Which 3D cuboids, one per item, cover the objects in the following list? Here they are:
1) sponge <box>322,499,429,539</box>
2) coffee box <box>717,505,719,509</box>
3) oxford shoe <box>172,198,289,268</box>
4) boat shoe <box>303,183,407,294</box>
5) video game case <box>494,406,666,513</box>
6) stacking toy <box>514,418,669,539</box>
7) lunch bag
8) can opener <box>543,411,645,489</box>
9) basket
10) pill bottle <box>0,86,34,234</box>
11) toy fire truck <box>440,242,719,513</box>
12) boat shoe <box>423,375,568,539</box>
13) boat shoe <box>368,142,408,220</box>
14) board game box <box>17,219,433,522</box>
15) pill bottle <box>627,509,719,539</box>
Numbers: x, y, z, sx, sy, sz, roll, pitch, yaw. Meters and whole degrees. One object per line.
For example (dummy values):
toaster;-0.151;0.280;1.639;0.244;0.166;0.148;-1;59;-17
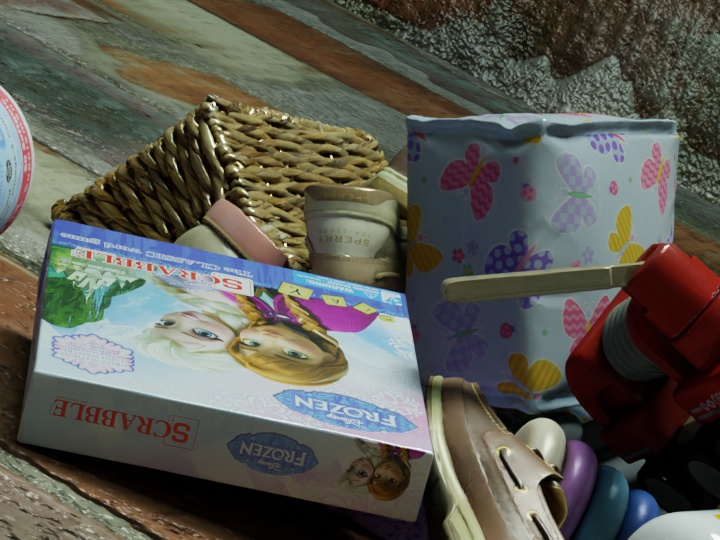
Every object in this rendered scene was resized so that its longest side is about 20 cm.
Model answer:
sponge;-0.034;0.089;1.482;0.199;0.030;0.112;27;11;4
coffee box;0.258;0.151;1.563;0.200;0.080;0.114;43;-6;36
oxford shoe;-0.042;0.052;1.581;0.200;0.074;0.071;47;-10;23
boat shoe;0.000;0.000;1.619;0.071;0.065;0.200;2;-10;13
video game case;0.111;0.081;1.699;0.199;0.022;0.182;32;24;-6
stacking toy;0.160;0.160;1.476;0.199;0.086;0.085;28;10;-7
lunch bag;0.116;-0.007;1.614;0.126;0.171;0.199;4;6;40
can opener;0.140;0.105;1.592;0.199;0.067;0.053;-18;63;-48
basket;-0.071;-0.006;1.765;0.199;0.149;0.144;9;53;-56
pill bottle;-0.243;-0.048;1.436;0.108;0.109;0.200;26;11;2
toy fire truck;0.142;0.039;1.442;0.200;0.129;0.176;42;-18;-3
boat shoe;0.068;0.120;1.357;0.067;0.072;0.200;-5;31;-5
boat shoe;0.072;-0.036;1.773;0.073;0.065;0.200;36;1;25
board game box;-0.069;0.047;1.401;0.198;0.041;0.200;12;21;-9
pill bottle;0.194;0.170;1.376;0.199;0.105;0.104;0;24;-35
